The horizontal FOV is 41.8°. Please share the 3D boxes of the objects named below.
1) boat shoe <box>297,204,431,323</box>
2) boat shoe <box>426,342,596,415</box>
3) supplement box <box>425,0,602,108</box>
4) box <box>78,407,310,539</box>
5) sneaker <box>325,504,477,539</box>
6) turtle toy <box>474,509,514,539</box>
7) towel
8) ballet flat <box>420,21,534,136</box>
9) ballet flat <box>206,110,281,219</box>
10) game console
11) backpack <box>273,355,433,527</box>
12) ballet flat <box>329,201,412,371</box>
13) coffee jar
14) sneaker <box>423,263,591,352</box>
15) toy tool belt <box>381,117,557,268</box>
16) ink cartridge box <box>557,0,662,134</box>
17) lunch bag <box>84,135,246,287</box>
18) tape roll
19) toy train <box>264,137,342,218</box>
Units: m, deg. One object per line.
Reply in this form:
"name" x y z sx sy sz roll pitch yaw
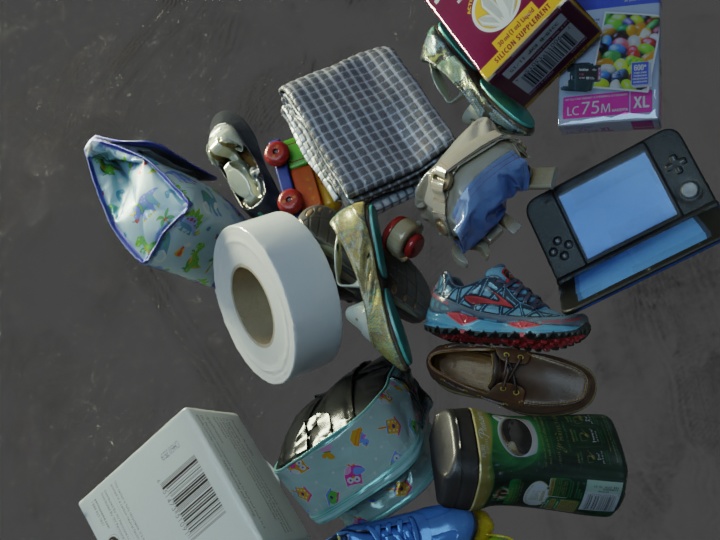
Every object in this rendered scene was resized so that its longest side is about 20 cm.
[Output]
"boat shoe" 0.000 0.000 1.167 0.199 0.075 0.073 38 136 0
"boat shoe" 0.167 0.123 1.079 0.198 0.067 0.073 7 81 25
"supplement box" 0.173 -0.319 1.136 0.131 0.103 0.201 -45 55 21
"box" -0.205 0.310 1.167 0.200 0.130 0.200 -41 65 11
"sneaker" 0.026 0.292 0.991 0.198 0.079 0.067 -23 53 13
"turtle toy" 0.114 0.340 1.032 0.199 0.101 0.146 31 77 29
"towel" 0.011 -0.175 1.170 0.164 0.086 0.201 -25 65 -17
"ballet flat" 0.142 -0.223 1.182 0.074 0.074 0.201 -38 64 11
"ballet flat" -0.168 -0.149 1.292 0.073 0.073 0.201 -35 66 13
"game console" 0.289 -0.058 1.039 0.198 0.118 0.172 -27 68 15
"backpack" -0.001 0.200 1.063 0.175 0.200 0.154 -33 88 13
"ballet flat" 0.007 0.023 1.086 0.070 0.071 0.203 -17 80 19
"coffee jar" 0.172 0.202 0.995 0.197 0.086 0.105 5 39 -7
"sneaker" 0.169 0.038 1.093 0.197 0.079 0.097 5 78 25
"toy tool belt" 0.129 -0.072 1.107 0.123 0.125 0.200 37 81 27
"ink cartridge box" 0.299 -0.266 1.128 0.118 0.042 0.203 -1 76 24
"lunch bag" -0.262 -0.092 1.265 0.200 0.170 0.128 43 97 28
"tape roll" -0.105 0.033 1.157 0.202 0.070 0.205 35 135 44
"toy train" -0.045 -0.088 1.224 0.114 0.085 0.202 -19 71 5
